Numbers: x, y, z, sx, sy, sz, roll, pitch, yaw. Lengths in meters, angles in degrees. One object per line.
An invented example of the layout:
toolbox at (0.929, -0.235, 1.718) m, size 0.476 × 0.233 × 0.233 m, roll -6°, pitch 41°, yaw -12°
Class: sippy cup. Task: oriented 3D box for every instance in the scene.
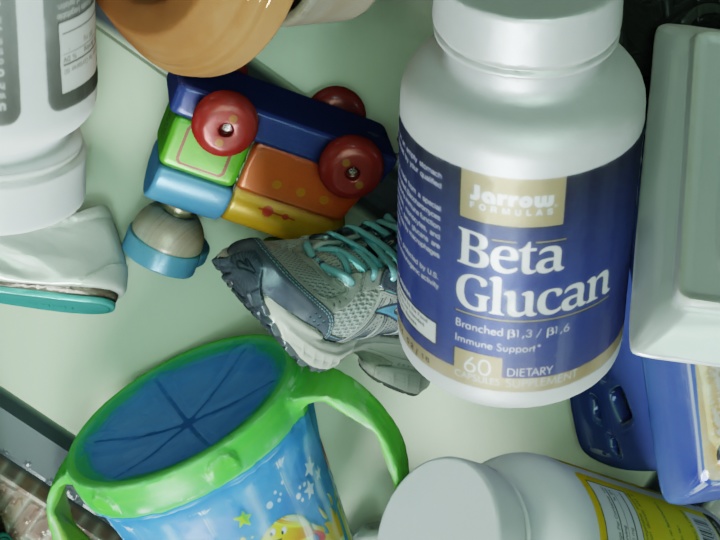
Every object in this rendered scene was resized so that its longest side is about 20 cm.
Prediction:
sippy cup at (-0.068, 0.125, 0.993) m, size 0.140 × 0.177 × 0.131 m, roll -42°, pitch 116°, yaw -33°

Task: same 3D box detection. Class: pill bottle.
pill bottle at (0.106, 0.159, 0.982) m, size 0.199 × 0.112 × 0.113 m, roll 21°, pitch 97°, yaw -40°
pill bottle at (0.071, -0.046, 0.849) m, size 0.110 × 0.112 × 0.202 m, roll -5°, pitch 128°, yaw -6°
pill bottle at (-0.186, -0.128, 0.919) m, size 0.112 × 0.114 × 0.202 m, roll -1°, pitch 116°, yaw -6°

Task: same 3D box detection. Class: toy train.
toy train at (-0.022, -0.032, 1.000) m, size 0.198 × 0.085 × 0.117 m, roll 18°, pitch 113°, yaw -17°

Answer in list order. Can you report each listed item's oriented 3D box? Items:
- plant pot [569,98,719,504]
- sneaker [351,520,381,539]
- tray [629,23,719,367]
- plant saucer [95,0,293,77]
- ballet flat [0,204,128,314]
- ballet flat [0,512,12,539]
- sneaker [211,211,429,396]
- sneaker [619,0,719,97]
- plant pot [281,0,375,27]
plant pot at (0.214, 0.007, 0.975) m, size 0.198 × 0.180 × 0.202 m, roll -9°, pitch 100°, yaw -4°
sneaker at (0.068, 0.208, 1.049) m, size 0.198 × 0.075 × 0.082 m, roll 26°, pitch 87°, yaw -10°
tray at (0.183, -0.041, 0.860) m, size 0.106 × 0.022 × 0.202 m, roll 8°, pitch 54°, yaw 5°
plant saucer at (-0.093, -0.193, 0.902) m, size 0.037 × 0.199 × 0.203 m, roll -9°, pitch 102°, yaw -37°
ballet flat at (-0.221, -0.014, 0.986) m, size 0.198 × 0.069 × 0.070 m, roll 3°, pitch 99°, yaw -11°
ballet flat at (-0.225, 0.143, 1.015) m, size 0.062 × 0.067 × 0.202 m, roll -5°, pitch 97°, yaw 22°
sneaker at (0.000, 0.000, 0.953) m, size 0.086 × 0.199 × 0.078 m, roll -48°, pitch 64°, yaw 13°
sneaker at (0.110, -0.116, 0.957) m, size 0.199 × 0.090 × 0.077 m, roll 8°, pitch 83°, yaw -41°
plant pot at (0.032, -0.226, 0.925) m, size 0.172 × 0.200 × 0.203 m, roll -7°, pitch 100°, yaw -21°
